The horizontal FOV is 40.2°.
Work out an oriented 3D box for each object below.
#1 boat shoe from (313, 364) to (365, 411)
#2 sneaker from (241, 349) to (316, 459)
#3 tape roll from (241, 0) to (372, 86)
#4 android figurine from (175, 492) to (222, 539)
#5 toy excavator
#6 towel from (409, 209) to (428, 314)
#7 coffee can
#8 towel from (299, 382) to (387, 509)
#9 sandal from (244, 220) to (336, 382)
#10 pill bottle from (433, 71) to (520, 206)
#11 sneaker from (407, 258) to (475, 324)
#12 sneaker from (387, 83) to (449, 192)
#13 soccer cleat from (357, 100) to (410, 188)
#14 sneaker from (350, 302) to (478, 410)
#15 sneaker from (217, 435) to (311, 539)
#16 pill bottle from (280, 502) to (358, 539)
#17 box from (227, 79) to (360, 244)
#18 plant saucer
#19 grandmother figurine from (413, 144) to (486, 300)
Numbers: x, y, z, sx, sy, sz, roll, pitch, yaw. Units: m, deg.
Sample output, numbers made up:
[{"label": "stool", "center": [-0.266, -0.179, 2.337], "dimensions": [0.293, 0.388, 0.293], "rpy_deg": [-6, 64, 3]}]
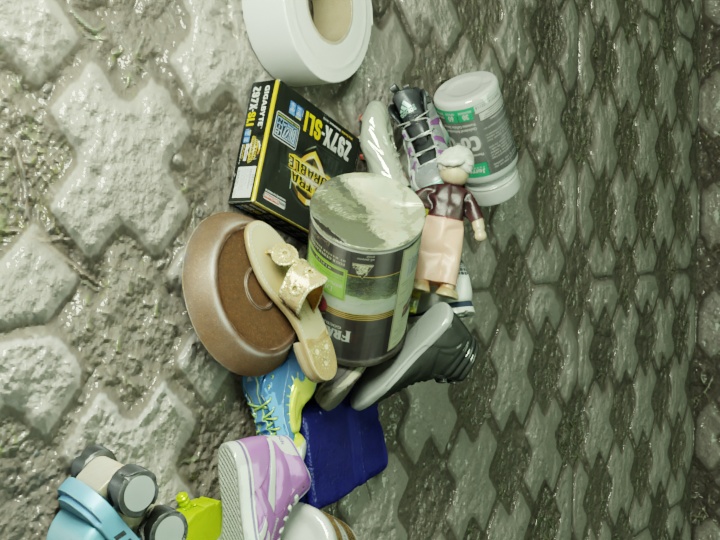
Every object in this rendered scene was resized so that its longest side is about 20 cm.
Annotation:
[{"label": "boat shoe", "center": [-0.028, 0.119, 1.342], "dimensions": [0.075, 0.073, 0.200], "rpy_deg": [-55, 178, 29]}, {"label": "sneaker", "center": [-0.118, 0.179, 1.227], "dimensions": [0.104, 0.075, 0.203], "rpy_deg": [32, 58, -39]}, {"label": "tape roll", "center": [-0.065, -0.343, 1.272], "dimensions": [0.201, 0.070, 0.207], "rpy_deg": [-2, 92, -56]}, {"label": "android figurine", "center": [-0.186, 0.351, 1.146], "dimensions": [0.183, 0.040, 0.203], "rpy_deg": [-52, 132, -42]}, {"label": "toy excavator", "center": [-0.268, 0.311, 0.989], "dimensions": [0.200, 0.099, 0.196], "rpy_deg": [-47, 128, -28]}, {"label": "towel", "center": [0.085, -0.032, 1.390], "dimensions": [0.018, 0.085, 0.203], "rpy_deg": [29, 75, -31]}, {"label": "coffee can", "center": [0.000, 0.000, 1.254], "dimensions": [0.147, 0.144, 0.202], "rpy_deg": [-49, 155, -43]}, {"label": "towel", "center": [-0.034, 0.238, 1.369], "dimensions": [0.199, 0.049, 0.151], "rpy_deg": [-17, 102, -57]}, {"label": "sandal", "center": [-0.062, 0.029, 1.180], "dimensions": [0.077, 0.069, 0.215], "rpy_deg": [-36, 106, -54]}, {"label": "pill bottle", "center": [0.199, -0.217, 1.639], "dimensions": [0.114, 0.111, 0.202], "rpy_deg": [-53, 132, -41]}, {"label": "sneaker", "center": [0.088, 0.037, 1.414], "dimensions": [0.075, 0.198, 0.082], "rpy_deg": [-5, 84, -40]}, {"label": "sneaker", "center": [0.078, -0.203, 1.409], "dimensions": [0.141, 0.077, 0.201], "rpy_deg": [59, 11, -30]}, {"label": "soccer cleat", "center": [0.039, -0.146, 1.430], "dimensions": [0.069, 0.076, 0.204], "rpy_deg": [-5, 95, -56]}, {"label": "sneaker", "center": [0.079, 0.140, 1.334], "dimensions": [0.099, 0.200, 0.071], "rpy_deg": [37, 19, -27]}, {"label": "sneaker", "center": [-0.102, 0.293, 1.141], "dimensions": [0.113, 0.072, 0.205], "rpy_deg": [-4, 97, -38]}, {"label": "pill bottle", "center": [-0.059, 0.367, 1.251], "dimensions": [0.200, 0.112, 0.116], "rpy_deg": [54, 47, -64]}, {"label": "box", "center": [-0.080, -0.132, 1.278], "dimensions": [0.199, 0.049, 0.163], "rpy_deg": [29, 66, -53]}, {"label": "plant saucer", "center": [-0.130, 0.024, 1.177], "dimensions": [0.199, 0.034, 0.204], "rpy_deg": [27, 55, -46]}, {"label": "grandmother figurine", "center": [0.111, -0.070, 1.317], "dimensions": [0.061, 0.119, 0.204], "rpy_deg": [158, -55, -81]}]
